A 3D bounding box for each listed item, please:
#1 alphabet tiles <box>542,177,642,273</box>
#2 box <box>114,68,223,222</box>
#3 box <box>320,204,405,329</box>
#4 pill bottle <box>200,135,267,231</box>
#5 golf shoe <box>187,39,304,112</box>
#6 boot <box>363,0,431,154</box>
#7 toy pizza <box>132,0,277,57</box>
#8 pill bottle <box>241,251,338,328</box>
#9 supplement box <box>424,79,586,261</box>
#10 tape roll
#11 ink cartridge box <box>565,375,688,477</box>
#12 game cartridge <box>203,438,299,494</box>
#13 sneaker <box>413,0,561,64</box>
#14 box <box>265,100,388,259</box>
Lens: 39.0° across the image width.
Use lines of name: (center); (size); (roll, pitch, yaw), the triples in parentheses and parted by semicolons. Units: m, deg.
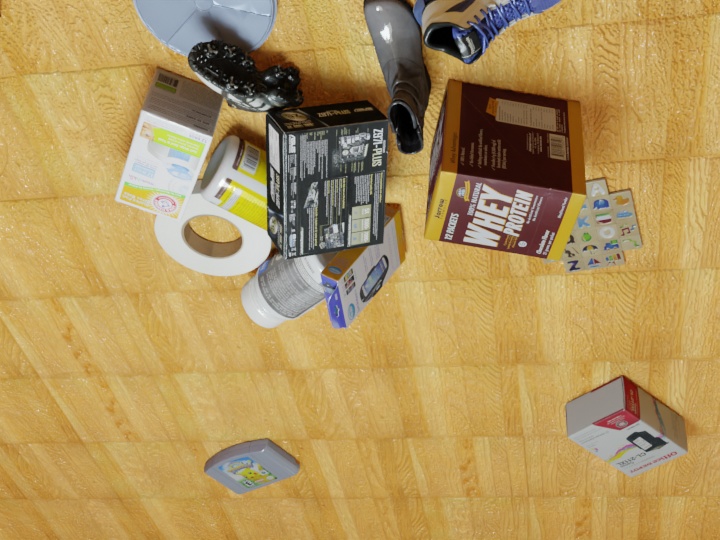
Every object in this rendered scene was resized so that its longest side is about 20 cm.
alphabet tiles: (0.365, -0.069, 1.651); (0.165, 0.006, 0.201); (-9, 136, 18)
box: (-0.290, -0.185, 1.539); (0.112, 0.102, 0.200); (19, 137, -13)
box: (0.000, 0.000, 1.641); (0.041, 0.200, 0.120); (26, 146, 28)
pill bottle: (-0.141, -0.120, 1.585); (0.199, 0.110, 0.109); (27, 135, -21)
golf shoe: (-0.174, -0.258, 1.424); (0.094, 0.079, 0.199); (-16, 160, 40)
boot: (0.055, -0.266, 1.378); (0.069, 0.133, 0.201); (-12, 135, 21)
toy pizza: (-0.210, -0.371, 1.374); (0.198, 0.032, 0.201); (3, 137, 3)
pill bottle: (-0.108, 0.014, 1.728); (0.113, 0.115, 0.199); (34, 131, -27)
supplement box: (0.203, -0.143, 1.446); (0.198, 0.199, 0.133); (9, 138, -2)
tape roll: (-0.246, -0.069, 1.712); (0.200, 0.037, 0.204); (4, 139, 3)
ink cartridge box: (0.523, 0.310, 1.993); (0.199, 0.083, 0.145); (33, 132, -25)
game cartridge: (-0.251, 0.441, 2.284); (0.199, 0.041, 0.133); (-25, 125, 31)
sneaker: (0.164, -0.322, 1.312); (0.197, 0.116, 0.081); (-12, 137, 17)
box: (-0.050, -0.134, 1.488); (0.162, 0.086, 0.202); (-10, 121, -20)
